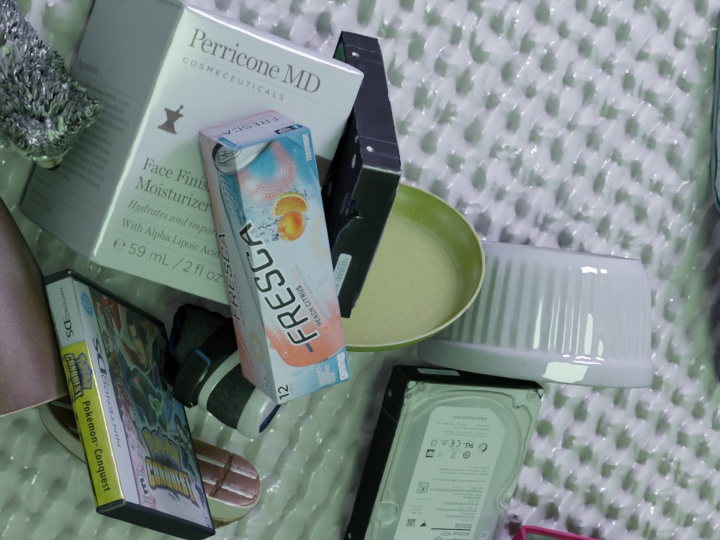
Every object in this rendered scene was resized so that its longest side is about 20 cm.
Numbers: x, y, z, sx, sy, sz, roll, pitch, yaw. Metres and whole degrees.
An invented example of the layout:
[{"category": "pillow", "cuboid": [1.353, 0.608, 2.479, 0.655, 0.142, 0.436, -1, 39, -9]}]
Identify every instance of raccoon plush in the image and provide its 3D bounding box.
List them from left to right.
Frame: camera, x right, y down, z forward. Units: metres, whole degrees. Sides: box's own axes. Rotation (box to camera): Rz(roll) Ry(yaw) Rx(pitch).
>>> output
[{"category": "raccoon plush", "cuboid": [-0.273, -0.161, 1.521, 0.097, 0.134, 0.200, -43, 119, -10]}]

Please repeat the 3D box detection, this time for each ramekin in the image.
[{"category": "ramekin", "cuboid": [0.151, 0.033, 1.759, 0.199, 0.200, 0.106, 5, 92, -27]}]

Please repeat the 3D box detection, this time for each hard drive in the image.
[{"category": "hard drive", "cuboid": [-0.010, -0.077, 1.622, 0.038, 0.200, 0.140, 11, 123, -14]}, {"category": "hard drive", "cuboid": [0.070, 0.182, 1.818, 0.139, 0.038, 0.201, 6, 111, -28]}]

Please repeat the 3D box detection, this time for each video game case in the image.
[{"category": "video game case", "cuboid": [-0.172, 0.106, 1.585, 0.025, 0.200, 0.182, -19, 73, 11]}]

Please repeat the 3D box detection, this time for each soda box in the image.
[{"category": "soda box", "cuboid": [-0.062, -0.009, 1.518, 0.063, 0.068, 0.201, -19, 114, -22]}]

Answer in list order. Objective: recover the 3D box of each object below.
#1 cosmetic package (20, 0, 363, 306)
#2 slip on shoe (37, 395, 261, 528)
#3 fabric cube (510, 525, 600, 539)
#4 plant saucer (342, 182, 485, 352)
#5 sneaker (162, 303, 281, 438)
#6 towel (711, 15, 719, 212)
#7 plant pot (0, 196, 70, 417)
[{"category": "cosmetic package", "cuboid": [-0.131, -0.096, 1.594, 0.164, 0.165, 0.201, 18, 96, -31]}, {"category": "slip on shoe", "cuboid": [-0.178, 0.152, 1.701, 0.199, 0.076, 0.061, 26, 137, -21]}, {"category": "fabric cube", "cuboid": [0.190, 0.371, 1.830, 0.199, 0.197, 0.200, 16, 126, -30]}, {"category": "plant saucer", "cuboid": [0.000, 0.000, 1.683, 0.199, 0.200, 0.031, -18, 138, -21]}, {"category": "sneaker", "cuboid": [-0.091, 0.049, 1.686, 0.112, 0.200, 0.073, 28, 120, 7]}, {"category": "towel", "cuboid": [0.402, -0.155, 1.912, 0.170, 0.048, 0.201, -7, 107, -24]}, {"category": "plant pot", "cuboid": [-0.315, 0.008, 1.541, 0.186, 0.187, 0.201, -15, 95, -22]}]
